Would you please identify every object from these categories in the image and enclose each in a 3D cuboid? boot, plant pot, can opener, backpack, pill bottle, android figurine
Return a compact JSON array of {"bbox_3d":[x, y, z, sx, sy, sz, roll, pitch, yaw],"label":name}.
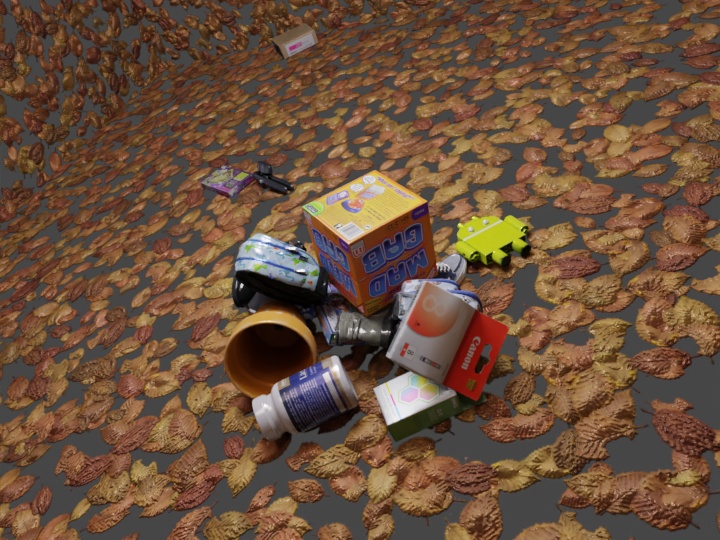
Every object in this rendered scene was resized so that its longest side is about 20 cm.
[{"bbox_3d":[0.187,0.008,1.469,0.072,0.091,0.200,9,48,35],"label":"boot"},{"bbox_3d":[-0.194,0.163,1.419,0.199,0.201,0.183,-18,22,7],"label":"plant pot"},{"bbox_3d":[-0.302,-0.305,2.129,0.063,0.079,0.200,-32,47,-24],"label":"can opener"},{"bbox_3d":[-0.223,0.007,1.576,0.162,0.074,0.199,-5,40,17],"label":"boot"},{"bbox_3d":[0.015,0.102,1.388,0.130,0.068,0.200,7,24,9],"label":"boot"},{"bbox_3d":[-0.186,0.002,1.419,0.199,0.155,0.163,5,-10,-22],"label":"backpack"},{"bbox_3d":[-0.114,0.268,1.293,0.199,0.116,0.116,-25,37,-3],"label":"pill bottle"},{"bbox_3d":[0.161,0.110,1.290,0.189,0.200,0.155,4,57,9],"label":"backpack"},{"bbox_3d":[0.319,-0.079,1.537,0.181,0.041,0.200,-26,38,-15],"label":"android figurine"}]

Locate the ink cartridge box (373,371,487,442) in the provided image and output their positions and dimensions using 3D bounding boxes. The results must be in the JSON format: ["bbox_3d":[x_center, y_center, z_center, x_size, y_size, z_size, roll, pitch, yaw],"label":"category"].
[{"bbox_3d":[0.136,0.245,1.236,0.199,0.059,0.104,-24,37,0],"label":"ink cartridge box"}]

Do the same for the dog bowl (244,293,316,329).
[{"bbox_3d":[-0.196,0.067,1.609,0.199,0.079,0.201,-14,38,11],"label":"dog bowl"}]

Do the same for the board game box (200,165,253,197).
[{"bbox_3d":[-0.484,-0.326,2.275,0.120,0.032,0.200,-39,39,-26],"label":"board game box"}]

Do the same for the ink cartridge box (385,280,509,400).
[{"bbox_3d":[0.169,0.135,1.169,0.163,0.199,0.050,-64,3,-7],"label":"ink cartridge box"}]

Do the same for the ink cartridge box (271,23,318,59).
[{"bbox_3d":[-0.331,-1.159,3.159,0.199,0.075,0.165,-27,39,-6],"label":"ink cartridge box"}]

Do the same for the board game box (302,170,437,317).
[{"bbox_3d":[0.023,-0.065,1.380,0.199,0.201,0.200,-29,40,-19],"label":"board game box"}]

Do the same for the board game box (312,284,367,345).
[{"bbox_3d":[-0.033,0.100,1.467,0.135,0.035,0.200,1,31,-20],"label":"board game box"}]
